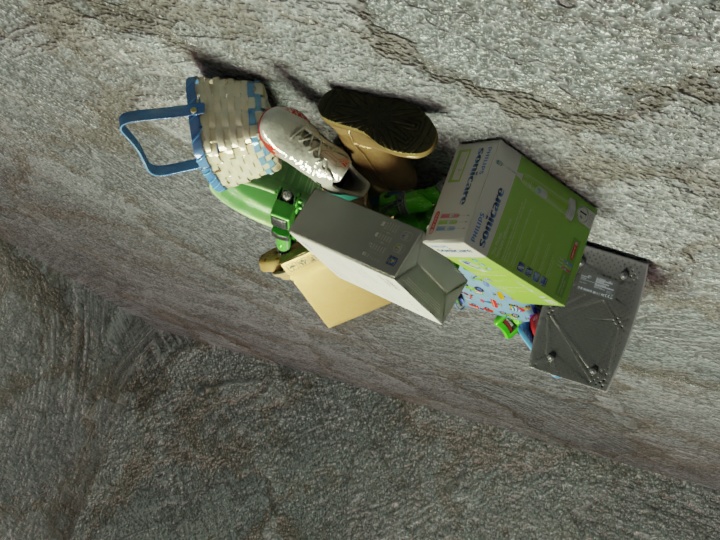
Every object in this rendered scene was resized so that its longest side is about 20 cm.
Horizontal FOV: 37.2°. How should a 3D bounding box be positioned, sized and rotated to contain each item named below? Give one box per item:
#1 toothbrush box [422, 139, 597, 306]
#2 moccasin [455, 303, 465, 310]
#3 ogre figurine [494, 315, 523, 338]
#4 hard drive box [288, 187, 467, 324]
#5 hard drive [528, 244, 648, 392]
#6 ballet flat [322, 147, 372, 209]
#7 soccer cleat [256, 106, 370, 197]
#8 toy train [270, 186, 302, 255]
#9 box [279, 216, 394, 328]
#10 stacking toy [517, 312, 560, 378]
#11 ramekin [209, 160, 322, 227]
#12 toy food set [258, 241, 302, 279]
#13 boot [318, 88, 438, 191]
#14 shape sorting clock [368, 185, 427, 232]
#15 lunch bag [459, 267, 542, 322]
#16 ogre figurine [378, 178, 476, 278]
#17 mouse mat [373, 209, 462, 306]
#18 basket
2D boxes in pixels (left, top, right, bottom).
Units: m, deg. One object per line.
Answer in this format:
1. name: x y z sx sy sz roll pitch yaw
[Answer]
1. toothbrush box: 0.198 -0.058 1.396 0.200 0.146 0.086 29 164 -34
2. moccasin: 0.165 0.039 1.974 0.080 0.068 0.200 27 165 -25
3. ogre figurine: 0.297 0.087 1.858 0.120 0.098 0.200 34 -156 -31
4. hard drive box: 0.024 -0.020 1.469 0.200 0.077 0.156 24 168 37
5. hard drive: 0.337 0.066 1.588 0.135 0.200 0.042 17 -173 10
6. ballet flat: -0.020 -0.116 1.609 0.070 0.065 0.200 -12 133 0
7. soccer cleat: -0.059 -0.154 1.417 0.085 0.069 0.200 25 171 39
8. toy train: -0.109 -0.068 1.572 0.042 0.056 0.200 19 165 3
9. box: 0.000 0.000 1.657 0.200 0.021 0.164 -23 130 14
10. stacking toy: 0.350 0.066 1.650 0.116 0.200 0.110 2 -133 -53
11. ramekin: -0.124 -0.137 1.657 0.200 0.098 0.200 19 166 5
12. toy food set: -0.062 -0.045 1.772 0.200 0.198 0.049 -6 112 64
13. boot: 0.044 -0.159 1.416 0.175 0.066 0.200 28 170 25
14. shape sorting clock: 0.096 -0.092 1.634 0.200 0.039 0.200 23 168 5
15. lunch bag: 0.212 0.009 1.701 0.150 0.094 0.200 15 171 24
16. ogre figurine: 0.131 -0.067 1.500 0.200 0.098 0.120 47 132 -12
17. mouse mat: 0.089 -0.031 1.752 0.200 0.008 0.161 47 176 26
18. basket: -0.215 -0.184 1.477 0.200 0.139 0.176 -12 163 0
